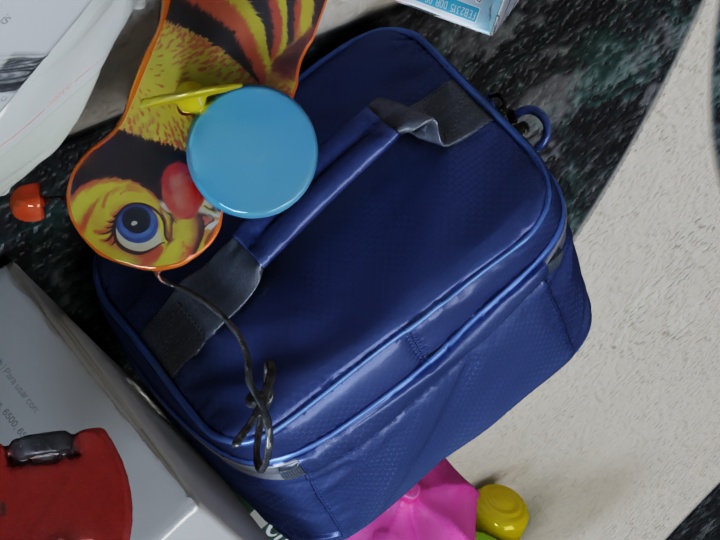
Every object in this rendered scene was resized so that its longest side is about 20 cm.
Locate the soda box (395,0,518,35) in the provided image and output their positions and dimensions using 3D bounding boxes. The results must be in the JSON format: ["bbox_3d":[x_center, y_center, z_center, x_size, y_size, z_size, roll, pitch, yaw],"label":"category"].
[{"bbox_3d":[0.032,-0.128,0.752,0.200,0.068,0.064,-56,166,-76],"label":"soda box"}]

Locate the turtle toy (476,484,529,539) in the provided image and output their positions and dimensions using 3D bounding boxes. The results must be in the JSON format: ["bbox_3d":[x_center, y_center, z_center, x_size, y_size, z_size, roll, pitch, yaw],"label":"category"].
[{"bbox_3d":[0.070,0.211,1.307,0.199,0.101,0.146,-14,139,-42],"label":"turtle toy"}]

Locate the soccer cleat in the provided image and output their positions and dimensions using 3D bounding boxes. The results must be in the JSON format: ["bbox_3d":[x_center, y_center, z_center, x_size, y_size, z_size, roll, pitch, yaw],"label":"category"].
[{"bbox_3d":[-0.147,-0.039,0.755,0.200,0.069,0.078,-48,155,3],"label":"soccer cleat"}]

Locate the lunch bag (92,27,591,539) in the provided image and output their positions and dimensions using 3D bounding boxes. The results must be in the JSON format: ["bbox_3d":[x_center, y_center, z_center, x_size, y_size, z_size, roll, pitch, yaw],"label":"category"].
[{"bbox_3d":[0.000,0.000,0.911,0.200,0.136,0.132,-40,151,-5],"label":"lunch bag"}]

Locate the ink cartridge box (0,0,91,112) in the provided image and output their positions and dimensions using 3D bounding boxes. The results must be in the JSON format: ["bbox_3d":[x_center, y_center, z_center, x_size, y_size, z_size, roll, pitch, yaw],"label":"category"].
[{"bbox_3d":[-0.165,-0.083,0.620,0.200,0.085,0.144,-45,153,26],"label":"ink cartridge box"}]

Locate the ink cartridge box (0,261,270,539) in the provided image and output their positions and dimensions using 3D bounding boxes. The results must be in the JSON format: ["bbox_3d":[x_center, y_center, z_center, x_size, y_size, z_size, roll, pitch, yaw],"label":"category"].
[{"bbox_3d":[-0.150,0.132,0.888,0.200,0.145,0.147,-42,151,-3],"label":"ink cartridge box"}]

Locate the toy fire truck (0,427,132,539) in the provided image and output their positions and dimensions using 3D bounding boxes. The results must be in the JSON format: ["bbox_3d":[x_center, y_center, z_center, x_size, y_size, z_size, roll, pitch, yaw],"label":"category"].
[{"bbox_3d":[-0.185,0.096,0.771,0.198,0.049,0.141,-9,174,-15],"label":"toy fire truck"}]

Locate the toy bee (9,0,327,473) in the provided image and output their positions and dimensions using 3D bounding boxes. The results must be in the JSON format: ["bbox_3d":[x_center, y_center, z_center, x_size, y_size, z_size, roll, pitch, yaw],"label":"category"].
[{"bbox_3d":[-0.069,-0.042,0.794,0.108,0.202,0.131,9,160,-7],"label":"toy bee"}]

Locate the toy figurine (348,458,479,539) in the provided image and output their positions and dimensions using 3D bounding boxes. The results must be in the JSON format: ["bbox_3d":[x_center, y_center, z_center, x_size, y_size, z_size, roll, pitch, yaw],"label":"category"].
[{"bbox_3d":[-0.002,0.161,1.127,0.149,0.200,0.185,1,112,-25],"label":"toy figurine"}]

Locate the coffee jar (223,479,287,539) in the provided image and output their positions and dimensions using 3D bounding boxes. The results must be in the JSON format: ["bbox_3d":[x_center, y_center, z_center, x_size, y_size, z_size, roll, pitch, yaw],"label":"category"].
[{"bbox_3d":[-0.055,0.095,1.019,0.200,0.085,0.104,-42,152,-3],"label":"coffee jar"}]
